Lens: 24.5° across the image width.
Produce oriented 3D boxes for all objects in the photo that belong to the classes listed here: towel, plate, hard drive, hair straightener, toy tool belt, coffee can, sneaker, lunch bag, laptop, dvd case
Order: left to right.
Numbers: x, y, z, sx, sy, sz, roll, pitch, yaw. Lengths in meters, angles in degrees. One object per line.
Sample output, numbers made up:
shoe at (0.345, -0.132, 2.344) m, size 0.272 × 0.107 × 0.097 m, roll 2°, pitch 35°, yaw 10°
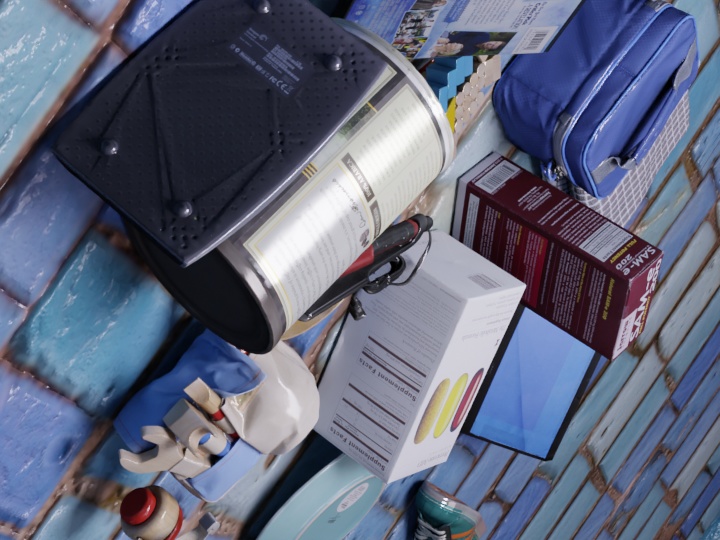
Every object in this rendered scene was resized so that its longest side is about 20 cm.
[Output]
toy tool belt at (-0.136, 0.114, 1.287) m, size 0.200 × 0.125 × 0.123 m, roll -45°, pitch 130°, yaw -5°
hard drive at (-0.090, -0.101, 1.090) m, size 0.200 × 0.135 × 0.042 m, roll -46°, pitch 167°, yaw -23°
coffee can at (-0.050, -0.061, 1.181) m, size 0.200 × 0.146 × 0.147 m, roll -45°, pitch 152°, yaw -22°
plate at (-0.032, 0.241, 1.640) m, size 0.200 × 0.026 × 0.201 m, roll -37°, pitch 158°, yaw -18°
hair straightener at (0.000, 0.000, 1.410) m, size 0.200 × 0.041 × 0.077 m, roll -32°, pitch 145°, yaw -48°
sneaker at (0.096, 0.305, 1.926) m, size 0.080 × 0.071 × 0.200 m, roll -56°, pitch 156°, yaw -10°
dvd case at (0.079, -0.201, 1.229) m, size 0.198 × 0.018 × 0.143 m, roll -5°, pitch 156°, yaw -22°
laptop at (0.154, 0.132, 1.798) m, size 0.199 × 0.103 × 0.178 m, roll -13°, pitch 130°, yaw -55°
lunch bag at (0.227, -0.168, 1.555) m, size 0.201 × 0.132 × 0.136 m, roll -54°, pitch 154°, yaw -7°
towel at (0.273, -0.139, 1.720) m, size 0.200 × 0.085 × 0.166 m, roll -51°, pitch 154°, yaw -12°

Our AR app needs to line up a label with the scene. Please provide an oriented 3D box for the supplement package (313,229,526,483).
supplement package at (0.050, 0.079, 1.551) m, size 0.113 × 0.109 × 0.201 m, roll -11°, pitch 129°, yaw -55°

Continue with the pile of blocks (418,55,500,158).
pile of blocks at (0.072, -0.174, 1.368) m, size 0.201 × 0.062 × 0.082 m, roll -59°, pitch 143°, yaw -18°

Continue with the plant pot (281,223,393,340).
plant pot at (-0.036, -0.035, 1.371) m, size 0.200 × 0.027 × 0.201 m, roll -40°, pitch 149°, yaw -31°

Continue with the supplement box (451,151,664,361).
supplement box at (0.182, -0.015, 1.570) m, size 0.061 × 0.199 × 0.109 m, roll -37°, pitch 148°, yaw -34°
